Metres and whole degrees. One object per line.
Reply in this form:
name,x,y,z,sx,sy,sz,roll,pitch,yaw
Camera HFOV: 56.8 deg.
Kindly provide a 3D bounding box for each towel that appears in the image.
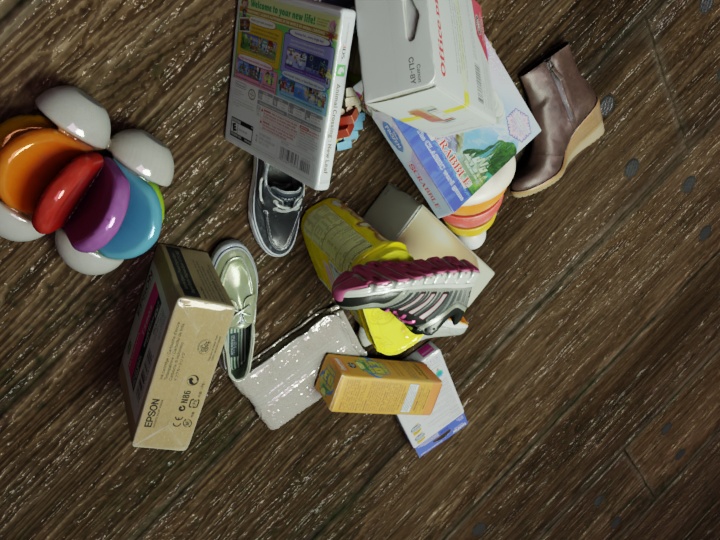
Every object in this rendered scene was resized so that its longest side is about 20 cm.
towel,-0.088,0.153,1.037,0.199,0.034,0.134,-36,126,-9

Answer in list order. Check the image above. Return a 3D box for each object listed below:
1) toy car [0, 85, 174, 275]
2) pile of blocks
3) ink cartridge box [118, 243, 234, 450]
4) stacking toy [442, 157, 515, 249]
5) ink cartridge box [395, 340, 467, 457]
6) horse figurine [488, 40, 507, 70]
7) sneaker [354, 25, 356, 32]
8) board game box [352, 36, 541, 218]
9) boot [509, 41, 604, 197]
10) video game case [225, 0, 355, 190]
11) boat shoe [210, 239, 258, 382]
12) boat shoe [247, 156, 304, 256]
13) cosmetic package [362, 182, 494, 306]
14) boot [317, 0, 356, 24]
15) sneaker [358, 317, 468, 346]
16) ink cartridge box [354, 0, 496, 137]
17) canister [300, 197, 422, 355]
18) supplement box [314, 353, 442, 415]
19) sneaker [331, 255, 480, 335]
toy car,-0.298,-0.082,0.720,0.199,0.150,0.176,32,96,-37
pile of blocks,-0.006,-0.211,0.878,0.081,0.062,0.202,23,102,-36
ink cartridge box,-0.237,0.092,0.836,0.074,0.165,0.203,12,108,-31
stacking toy,0.162,-0.098,1.012,0.145,0.146,0.202,-31,142,-12
ink cartridge box,0.115,0.234,1.192,0.118,0.042,0.202,-32,123,-11
horse figurine,0.146,-0.239,0.938,0.197,0.050,0.135,-23,98,-21
sneaker,0.039,-0.340,0.801,0.199,0.121,0.084,-42,127,-3
board game box,0.119,-0.209,0.868,0.199,0.041,0.201,-42,104,-24
boot,0.283,-0.233,1.047,0.199,0.072,0.167,-40,115,-4
video game case,-0.087,-0.210,0.747,0.022,0.199,0.185,-9,120,-40
boat shoe,-0.169,0.058,0.922,0.071,0.062,0.204,-11,118,-25
boat shoe,-0.103,-0.105,0.873,0.071,0.068,0.204,-7,117,-26
cosmetic package,0.104,-0.036,1.007,0.199,0.105,0.071,37,94,-36
boot,-0.039,-0.292,0.770,0.089,0.073,0.203,14,122,4
sneaker,0.082,0.090,1.087,0.197,0.076,0.093,10,117,-25
ink cartridge box,0.074,-0.239,0.724,0.199,0.082,0.148,-1,84,-63
canister,0.000,0.000,0.903,0.086,0.200,0.150,-28,126,-14
supplement box,0.031,0.183,1.058,0.197,0.067,0.070,8,110,-32
sneaker,0.055,0.037,0.780,0.197,0.073,0.089,-6,111,-33
